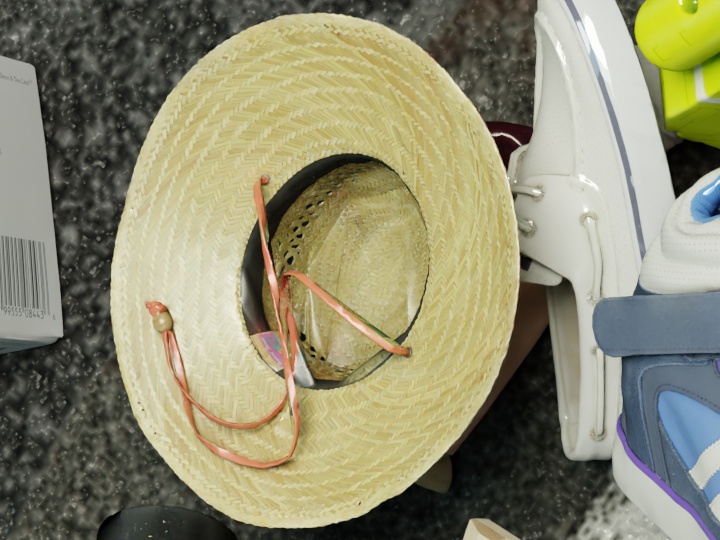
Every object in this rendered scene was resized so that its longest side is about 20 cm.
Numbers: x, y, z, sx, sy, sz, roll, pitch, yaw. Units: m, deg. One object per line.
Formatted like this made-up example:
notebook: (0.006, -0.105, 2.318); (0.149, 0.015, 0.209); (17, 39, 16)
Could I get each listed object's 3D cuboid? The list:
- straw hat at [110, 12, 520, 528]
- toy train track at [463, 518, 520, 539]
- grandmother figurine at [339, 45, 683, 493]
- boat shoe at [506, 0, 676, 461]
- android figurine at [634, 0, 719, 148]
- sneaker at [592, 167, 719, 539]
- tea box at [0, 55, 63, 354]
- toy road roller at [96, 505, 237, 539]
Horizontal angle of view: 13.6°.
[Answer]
straw hat: (0.000, 0.000, 1.177); (0.200, 0.085, 0.202); (0, 91, 35)
toy train track: (0.098, 0.142, 1.063); (0.200, 0.032, 0.115); (31, 111, 42)
grandmother figurine: (0.063, -0.012, 1.229); (0.121, 0.061, 0.200); (39, 99, -5)
boat shoe: (0.084, -0.018, 1.164); (0.070, 0.071, 0.201); (-14, 112, -4)
android figurine: (0.189, -0.085, 1.115); (0.200, 0.181, 0.041); (151, 118, -62)
sneaker: (0.166, 0.046, 1.064); (0.200, 0.080, 0.147); (39, 128, 46)
tea box: (-0.265, -0.022, 1.295); (0.196, 0.200, 0.134); (-10, 81, 24)
toy road roller: (-0.039, 0.190, 1.191); (0.145, 0.200, 0.123); (5, 55, -1)
